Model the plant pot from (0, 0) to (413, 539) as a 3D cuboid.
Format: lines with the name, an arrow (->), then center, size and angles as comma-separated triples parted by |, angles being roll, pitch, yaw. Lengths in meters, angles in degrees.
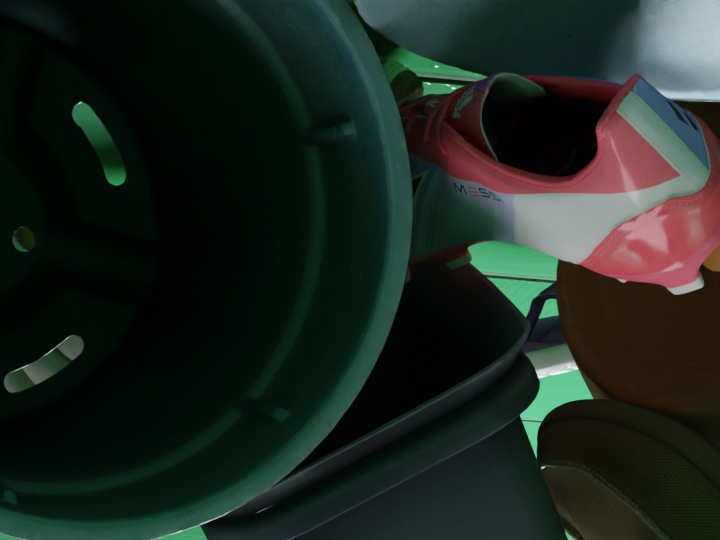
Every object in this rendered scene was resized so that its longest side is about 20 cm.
plant pot -> -0.109, -0.017, 0.940 | 0.199, 0.202, 0.196 | 7, 176, -19

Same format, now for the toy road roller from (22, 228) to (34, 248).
toy road roller -> -0.204, 0.020, 1.333 | 0.145, 0.124, 0.200 | -12, 170, 7

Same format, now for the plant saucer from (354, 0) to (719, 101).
plant saucer -> 0.098, -0.092, 0.853 | 0.199, 0.039, 0.201 | 3, 168, 1

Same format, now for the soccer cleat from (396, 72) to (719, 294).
soccer cleat -> 0.036, -0.037, 0.937 | 0.199, 0.067, 0.077 | 8, 145, 45

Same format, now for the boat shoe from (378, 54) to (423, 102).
boat shoe -> -0.038, -0.038, 1.106 | 0.076, 0.072, 0.200 | 41, 150, 2

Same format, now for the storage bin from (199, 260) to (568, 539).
storage bin -> 0.003, 0.089, 0.989 | 0.145, 0.135, 0.200 | -27, -165, -5

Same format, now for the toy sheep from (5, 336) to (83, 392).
toy sheep -> -0.096, 0.036, 1.263 | 0.137, 0.139, 0.201 | 3, 145, 3

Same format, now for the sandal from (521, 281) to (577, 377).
sandal -> 0.135, 0.011, 1.364 | 0.201, 0.050, 0.082 | -12, -176, 10

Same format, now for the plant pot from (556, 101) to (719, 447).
plant pot -> 0.162, 0.020, 1.064 | 0.199, 0.201, 0.140 | -5, 151, 36

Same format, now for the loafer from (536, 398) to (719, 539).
loafer -> 0.122, 0.114, 0.974 | 0.200, 0.067, 0.076 | 35, 157, 36

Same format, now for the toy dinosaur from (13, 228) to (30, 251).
toy dinosaur -> -0.223, -0.036, 1.202 | 0.199, 0.077, 0.102 | 15, 147, -14
